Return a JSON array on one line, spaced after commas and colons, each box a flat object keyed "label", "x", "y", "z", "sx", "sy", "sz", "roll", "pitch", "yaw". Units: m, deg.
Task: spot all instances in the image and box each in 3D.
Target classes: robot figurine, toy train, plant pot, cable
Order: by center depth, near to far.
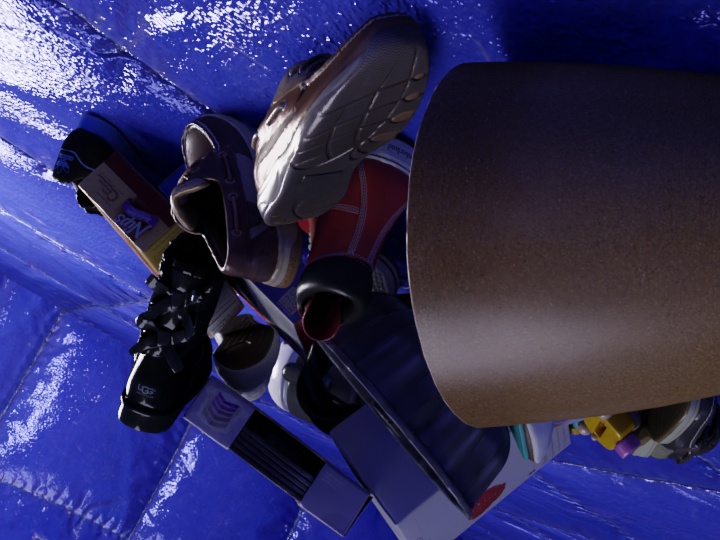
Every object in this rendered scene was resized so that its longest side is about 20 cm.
[{"label": "plant pot", "x": 0.148, "y": -0.014, "z": 0.423, "sx": 0.197, "sy": 0.189, "sz": 0.186, "roll": -1, "pitch": 151, "yaw": 31}, {"label": "toy train", "x": 0.207, "y": 0.095, "z": 0.845, "sx": 0.151, "sy": 0.055, "sz": 0.200, "roll": 56, "pitch": 170, "yaw": -4}, {"label": "cable", "x": 0.025, "y": 0.110, "z": 0.918, "sx": 0.199, "sy": 0.163, "sz": 0.051, "roll": 38, "pitch": -162, "yaw": -39}, {"label": "robot figurine", "x": -0.039, "y": 0.164, "z": 1.294, "sx": 0.198, "sy": 0.125, "sz": 0.152, "roll": 19, "pitch": 138, "yaw": 25}]

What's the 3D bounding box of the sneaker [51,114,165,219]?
[{"label": "sneaker", "x": -0.257, "y": -0.081, "z": 0.973, "sx": 0.069, "sy": 0.079, "sz": 0.200, "roll": 15, "pitch": 159, "yaw": 32}]

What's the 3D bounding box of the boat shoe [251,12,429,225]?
[{"label": "boat shoe", "x": -0.026, "y": -0.100, "z": 0.564, "sx": 0.075, "sy": 0.073, "sz": 0.200, "roll": -9, "pitch": 160, "yaw": -33}]

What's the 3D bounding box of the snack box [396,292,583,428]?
[{"label": "snack box", "x": 0.111, "y": 0.076, "z": 0.812, "sx": 0.071, "sy": 0.025, "sz": 0.199, "roll": -2, "pitch": -151, "yaw": -43}]

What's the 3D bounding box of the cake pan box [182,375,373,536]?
[{"label": "cake pan box", "x": -0.084, "y": 0.177, "z": 0.874, "sx": 0.183, "sy": 0.053, "sz": 0.200, "roll": 36, "pitch": 168, "yaw": -3}]

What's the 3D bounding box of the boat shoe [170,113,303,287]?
[{"label": "boat shoe", "x": -0.112, "y": -0.060, "z": 0.692, "sx": 0.071, "sy": 0.073, "sz": 0.201, "roll": 0, "pitch": -139, "yaw": -31}]

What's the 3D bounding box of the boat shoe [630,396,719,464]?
[{"label": "boat shoe", "x": 0.289, "y": 0.130, "z": 0.796, "sx": 0.065, "sy": 0.073, "sz": 0.201, "roll": 12, "pitch": 160, "yaw": 9}]

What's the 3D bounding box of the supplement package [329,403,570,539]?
[{"label": "supplement package", "x": 0.091, "y": 0.165, "z": 0.878, "sx": 0.120, "sy": 0.199, "sz": 0.122, "roll": 47, "pitch": 169, "yaw": 36}]

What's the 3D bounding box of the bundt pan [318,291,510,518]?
[{"label": "bundt pan", "x": 0.048, "y": 0.098, "z": 0.728, "sx": 0.202, "sy": 0.076, "sz": 0.202, "roll": 49, "pitch": 174, "yaw": 7}]

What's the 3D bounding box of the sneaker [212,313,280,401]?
[{"label": "sneaker", "x": -0.115, "y": 0.106, "z": 0.970, "sx": 0.200, "sy": 0.072, "sz": 0.086, "roll": -140, "pitch": 32, "yaw": -77}]

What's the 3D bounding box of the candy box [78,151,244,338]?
[{"label": "candy box", "x": -0.200, "y": -0.021, "z": 0.931, "sx": 0.116, "sy": 0.056, "sz": 0.201, "roll": 42, "pitch": 166, "yaw": 26}]

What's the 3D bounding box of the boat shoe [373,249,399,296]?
[{"label": "boat shoe", "x": 0.000, "y": 0.000, "z": 0.844, "sx": 0.075, "sy": 0.062, "sz": 0.200, "roll": 47, "pitch": 166, "yaw": -3}]

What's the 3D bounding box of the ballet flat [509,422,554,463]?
[{"label": "ballet flat", "x": 0.121, "y": 0.052, "z": 0.689, "sx": 0.069, "sy": 0.069, "sz": 0.203, "roll": -3, "pitch": 113, "yaw": 59}]

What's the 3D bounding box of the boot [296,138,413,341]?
[{"label": "boot", "x": -0.028, "y": -0.014, "z": 0.705, "sx": 0.072, "sy": 0.146, "sz": 0.200, "roll": 24, "pitch": 167, "yaw": -15}]

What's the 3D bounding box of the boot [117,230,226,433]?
[{"label": "boot", "x": -0.162, "y": 0.040, "z": 0.829, "sx": 0.072, "sy": 0.165, "sz": 0.199, "roll": 19, "pitch": -164, "yaw": -3}]

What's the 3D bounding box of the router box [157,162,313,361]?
[{"label": "router box", "x": -0.108, "y": -0.002, "z": 0.925, "sx": 0.200, "sy": 0.049, "sz": 0.180, "roll": 43, "pitch": 168, "yaw": 17}]
